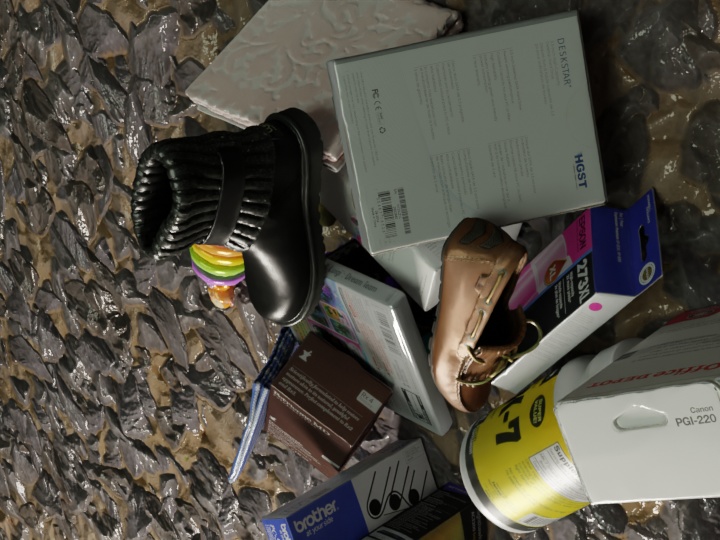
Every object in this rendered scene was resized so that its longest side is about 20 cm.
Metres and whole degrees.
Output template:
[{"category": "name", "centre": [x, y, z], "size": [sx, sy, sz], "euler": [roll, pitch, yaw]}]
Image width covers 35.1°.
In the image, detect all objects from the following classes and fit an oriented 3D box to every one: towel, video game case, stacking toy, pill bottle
[{"category": "towel", "centre": [-0.094, 0.109, 1.211], "size": [0.024, 0.201, 0.146], "euler": [20, 126, 2]}, {"category": "video game case", "centre": [-0.008, 0.060, 1.082], "size": [0.181, 0.024, 0.201], "euler": [24, 151, 36]}, {"category": "stacking toy", "centre": [-0.154, -0.028, 1.284], "size": [0.116, 0.109, 0.201], "euler": [41, 142, 23]}, {"category": "towel", "centre": [-0.035, -0.191, 1.038], "size": [0.199, 0.191, 0.032], "euler": [27, 159, 35]}, {"category": "pill bottle", "centre": [0.185, 0.143, 0.985], "size": [0.200, 0.114, 0.115], "euler": [-42, 76, 45]}]

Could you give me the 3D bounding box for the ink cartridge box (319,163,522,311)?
[{"category": "ink cartridge box", "centre": [0.039, -0.076, 1.036], "size": [0.200, 0.115, 0.068], "euler": [47, 153, 22]}]

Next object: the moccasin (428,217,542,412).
[{"category": "moccasin", "centre": [0.103, 0.046, 0.923], "size": [0.077, 0.074, 0.203], "euler": [25, 135, 22]}]

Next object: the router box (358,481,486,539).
[{"category": "router box", "centre": [0.065, 0.340, 1.154], "size": [0.052, 0.157, 0.202], "euler": [12, 115, 42]}]

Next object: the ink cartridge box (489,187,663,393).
[{"category": "ink cartridge box", "centre": [0.176, 0.016, 0.964], "size": [0.200, 0.037, 0.095], "euler": [-46, 29, 43]}]

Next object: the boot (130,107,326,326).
[{"category": "boot", "centre": [-0.111, -0.027, 0.950], "size": [0.079, 0.157, 0.213], "euler": [25, 127, 38]}]

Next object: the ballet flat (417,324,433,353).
[{"category": "ballet flat", "centre": [0.059, 0.090, 1.141], "size": [0.199, 0.071, 0.066], "euler": [22, 148, 41]}]

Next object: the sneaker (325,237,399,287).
[{"category": "sneaker", "centre": [0.000, 0.001, 1.123], "size": [0.200, 0.099, 0.070], "euler": [-33, 84, 47]}]

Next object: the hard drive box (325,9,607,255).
[{"category": "hard drive box", "centre": [0.085, -0.112, 0.921], "size": [0.077, 0.198, 0.157], "euler": [-121, 20, -79]}]

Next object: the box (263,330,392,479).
[{"category": "box", "centre": [-0.037, 0.143, 1.152], "size": [0.100, 0.075, 0.200], "euler": [36, 159, 7]}]

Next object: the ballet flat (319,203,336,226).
[{"category": "ballet flat", "centre": [-0.073, -0.140, 1.173], "size": [0.201, 0.070, 0.071], "euler": [57, 136, 12]}]

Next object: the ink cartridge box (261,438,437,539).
[{"category": "ink cartridge box", "centre": [-0.002, 0.252, 1.154], "size": [0.044, 0.199, 0.095], "euler": [-15, 96, 47]}]

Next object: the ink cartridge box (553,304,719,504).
[{"category": "ink cartridge box", "centre": [0.258, 0.088, 0.825], "size": [0.145, 0.199, 0.086], "euler": [-17, 94, 47]}]
